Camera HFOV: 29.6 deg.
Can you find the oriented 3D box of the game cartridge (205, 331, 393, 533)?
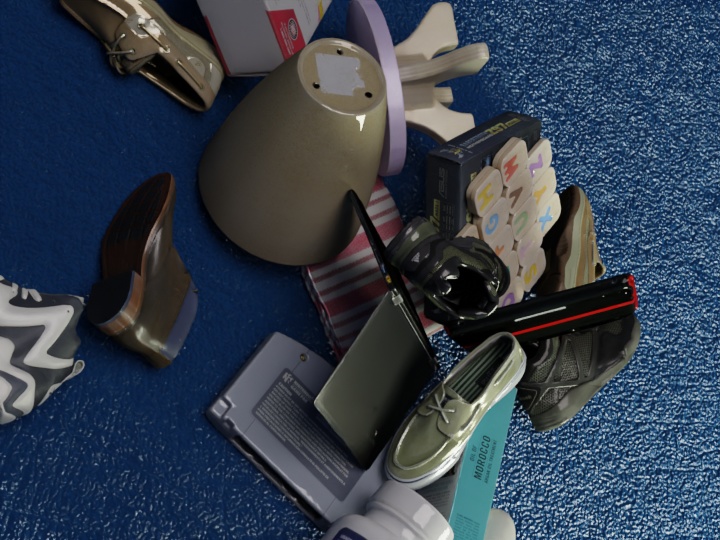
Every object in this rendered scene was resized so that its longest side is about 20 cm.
[{"bbox_3d":[-0.050,0.167,1.408,0.200,0.041,0.133,46,53,-10],"label":"game cartridge"}]

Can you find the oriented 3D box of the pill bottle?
[{"bbox_3d":[-0.002,0.309,1.323,0.120,0.120,0.200,46,68,-10],"label":"pill bottle"}]

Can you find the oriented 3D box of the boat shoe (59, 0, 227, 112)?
[{"bbox_3d":[-0.230,-0.236,1.413,0.199,0.072,0.065,32,60,-24],"label":"boat shoe"}]

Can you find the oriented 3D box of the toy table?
[{"bbox_3d":[0.061,-0.210,1.521,0.116,0.184,0.202,-7,90,-15],"label":"toy table"}]

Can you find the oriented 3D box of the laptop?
[{"bbox_3d":[0.000,0.062,1.376,0.115,0.188,0.201,-25,58,3],"label":"laptop"}]

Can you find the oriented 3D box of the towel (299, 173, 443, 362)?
[{"bbox_3d":[0.000,0.000,1.498,0.146,0.030,0.201,-23,89,-34],"label":"towel"}]

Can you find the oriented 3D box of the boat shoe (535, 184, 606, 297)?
[{"bbox_3d":[0.254,-0.013,1.608,0.076,0.072,0.201,29,49,-15],"label":"boat shoe"}]

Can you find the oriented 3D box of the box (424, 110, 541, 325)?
[{"bbox_3d":[0.134,-0.057,1.500,0.157,0.051,0.202,-32,130,-44],"label":"box"}]

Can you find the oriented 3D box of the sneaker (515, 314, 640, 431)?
[{"bbox_3d":[0.245,0.085,1.582,0.199,0.076,0.115,-38,101,-28],"label":"sneaker"}]

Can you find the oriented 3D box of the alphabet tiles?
[{"bbox_3d":[0.163,-0.043,1.489,0.196,0.015,0.201,-47,140,-28],"label":"alphabet tiles"}]

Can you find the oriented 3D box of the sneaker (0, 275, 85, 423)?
[{"bbox_3d":[-0.325,0.030,1.269,0.129,0.079,0.200,-25,83,-39],"label":"sneaker"}]

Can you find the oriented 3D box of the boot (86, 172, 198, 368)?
[{"bbox_3d":[-0.207,0.000,1.366,0.097,0.074,0.201,50,40,-39],"label":"boot"}]

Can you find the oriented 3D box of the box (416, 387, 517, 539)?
[{"bbox_3d":[0.106,0.215,1.457,0.049,0.082,0.201,27,63,-22],"label":"box"}]

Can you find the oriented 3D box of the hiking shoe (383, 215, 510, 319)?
[{"bbox_3d":[0.101,0.017,1.351,0.199,0.076,0.101,17,31,-55],"label":"hiking shoe"}]

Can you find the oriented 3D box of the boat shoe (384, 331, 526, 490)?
[{"bbox_3d":[0.094,0.140,1.412,0.072,0.062,0.200,34,74,29],"label":"boat shoe"}]

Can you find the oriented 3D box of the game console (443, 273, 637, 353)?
[{"bbox_3d":[0.195,0.045,1.445,0.198,0.177,0.031,-16,75,10],"label":"game console"}]

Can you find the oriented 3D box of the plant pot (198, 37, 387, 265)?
[{"bbox_3d":[-0.052,-0.137,1.382,0.186,0.200,0.189,10,57,-16],"label":"plant pot"}]

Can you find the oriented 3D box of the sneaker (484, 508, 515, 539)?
[{"bbox_3d":[0.121,0.339,1.432,0.072,0.072,0.201,37,58,-13],"label":"sneaker"}]

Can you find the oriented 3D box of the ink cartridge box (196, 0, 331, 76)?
[{"bbox_3d":[-0.097,-0.323,1.449,0.201,0.085,0.148,-68,147,-44],"label":"ink cartridge box"}]
